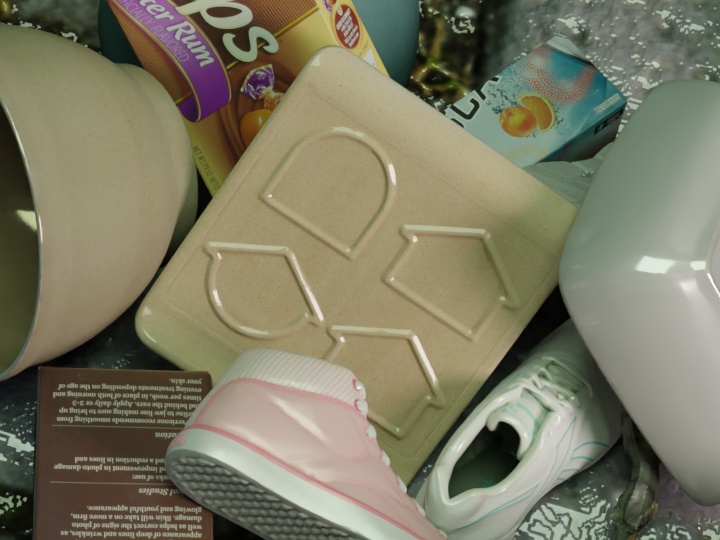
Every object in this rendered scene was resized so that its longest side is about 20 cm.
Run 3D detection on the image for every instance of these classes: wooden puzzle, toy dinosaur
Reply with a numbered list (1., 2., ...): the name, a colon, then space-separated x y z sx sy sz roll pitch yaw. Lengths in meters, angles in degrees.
1. wooden puzzle: 0.000 0.000 1.622 0.185 0.046 0.200 34 102 -8
2. toy dinosaur: 0.170 0.058 1.648 0.088 0.047 0.201 0 86 -52

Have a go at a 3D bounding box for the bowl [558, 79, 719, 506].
1. bowl: 0.212 0.007 1.623 0.200 0.074 0.200 56 44 -26

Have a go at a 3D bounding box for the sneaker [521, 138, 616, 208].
1. sneaker: 0.158 -0.027 1.720 0.199 0.082 0.077 -8 32 -34

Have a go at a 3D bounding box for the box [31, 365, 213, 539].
1. box: -0.130 0.156 1.570 0.100 0.075 0.201 2 58 -6

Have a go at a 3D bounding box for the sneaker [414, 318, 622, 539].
1. sneaker: 0.100 0.088 1.633 0.070 0.080 0.200 34 60 15

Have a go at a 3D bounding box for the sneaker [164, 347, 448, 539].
1. sneaker: 0.000 0.114 1.563 0.200 0.075 0.105 33 52 -6

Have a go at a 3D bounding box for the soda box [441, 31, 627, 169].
1. soda box: 0.062 -0.055 1.715 0.200 0.068 0.064 -35 70 -22

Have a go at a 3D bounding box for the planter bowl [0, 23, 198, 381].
1. planter bowl: -0.176 -0.048 1.625 0.134 0.200 0.201 -15 61 -35

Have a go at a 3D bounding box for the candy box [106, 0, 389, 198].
1. candy box: -0.065 -0.135 1.646 0.116 0.201 0.057 -20 19 22

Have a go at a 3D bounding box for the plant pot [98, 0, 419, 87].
1. plant pot: -0.057 -0.186 1.741 0.199 0.135 0.201 3 59 -5
